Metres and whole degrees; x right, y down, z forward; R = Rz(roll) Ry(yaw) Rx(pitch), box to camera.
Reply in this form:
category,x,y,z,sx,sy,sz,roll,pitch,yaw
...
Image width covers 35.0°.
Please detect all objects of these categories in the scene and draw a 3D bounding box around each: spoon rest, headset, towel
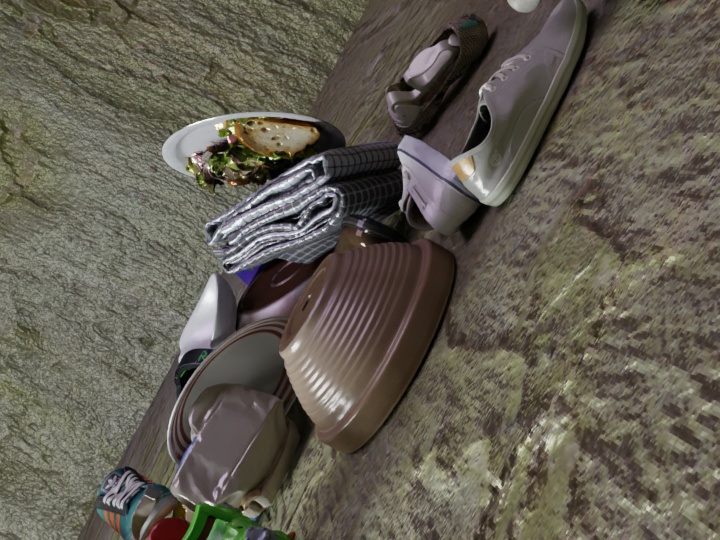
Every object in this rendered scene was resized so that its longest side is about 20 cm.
category,x,y,z,sx,sy,sz,roll,pitch,yaw
spoon rest,-0.193,0.081,1.428,0.200,0.060,0.100,111,158,-55
headset,-0.162,0.151,1.416,0.201,0.123,0.094,99,-169,-54
towel,-0.054,-0.064,1.253,0.199,0.086,0.165,-28,-3,34

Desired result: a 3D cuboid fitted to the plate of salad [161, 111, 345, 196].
category,x,y,z,sx,sy,sz,roll,pitch,yaw
plate of salad,-0.114,-0.122,1.233,0.200,0.198,0.048,140,127,-64

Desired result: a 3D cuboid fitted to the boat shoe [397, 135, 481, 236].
category,x,y,z,sx,sy,sz,roll,pitch,yaw
boat shoe,0.063,-0.073,1.044,0.070,0.071,0.200,-57,17,6

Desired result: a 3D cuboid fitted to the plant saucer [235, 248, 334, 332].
category,x,y,z,sx,sy,sz,roll,pitch,yaw
plant saucer,-0.080,0.011,1.395,0.199,0.032,0.200,-33,20,13

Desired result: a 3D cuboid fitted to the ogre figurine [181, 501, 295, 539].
category,x,y,z,sx,sy,sz,roll,pitch,yaw
ogre figurine,-0.108,0.258,0.926,0.200,0.097,0.121,112,173,-82

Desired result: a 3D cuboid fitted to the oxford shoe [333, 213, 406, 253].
category,x,y,z,sx,sy,sz,roll,pitch,yaw
oxford shoe,0.000,0.000,1.157,0.200,0.072,0.085,112,-179,-73

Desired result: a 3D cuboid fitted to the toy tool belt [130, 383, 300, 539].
category,x,y,z,sx,sy,sz,roll,pitch,yaw
toy tool belt,-0.139,0.223,1.173,0.201,0.124,0.123,-62,-21,-21

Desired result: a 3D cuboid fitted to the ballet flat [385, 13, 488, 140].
category,x,y,z,sx,sy,sz,roll,pitch,yaw
ballet flat,0.073,-0.224,1.344,0.075,0.068,0.200,-19,-21,-43

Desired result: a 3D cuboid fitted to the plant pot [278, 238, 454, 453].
category,x,y,z,sx,sy,sz,roll,pitch,yaw
plant pot,-0.008,0.049,0.992,0.202,0.092,0.201,-57,12,18

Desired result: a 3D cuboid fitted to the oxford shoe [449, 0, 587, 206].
category,x,y,z,sx,sy,sz,roll,pitch,yaw
oxford shoe,0.131,-0.149,0.936,0.201,0.057,0.075,-63,8,-16

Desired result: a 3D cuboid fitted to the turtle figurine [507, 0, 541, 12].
category,x,y,z,sx,sy,sz,roll,pitch,yaw
turtle figurine,0.163,-0.284,0.849,0.144,0.200,0.194,-47,-1,-11

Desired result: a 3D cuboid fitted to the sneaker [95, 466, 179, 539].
category,x,y,z,sx,sy,sz,roll,pitch,yaw
sneaker,-0.257,0.259,1.264,0.071,0.080,0.200,-45,0,-25

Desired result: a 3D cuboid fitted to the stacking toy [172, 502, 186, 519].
category,x,y,z,sx,sy,sz,roll,pitch,yaw
stacking toy,-0.185,0.270,1.314,0.085,0.085,0.201,-43,25,59

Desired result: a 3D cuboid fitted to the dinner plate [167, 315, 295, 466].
category,x,y,z,sx,sy,sz,roll,pitch,yaw
dinner plate,-0.134,0.130,1.234,0.200,0.024,0.201,-36,-33,-28

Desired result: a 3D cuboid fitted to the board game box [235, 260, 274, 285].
category,x,y,z,sx,sy,sz,roll,pitch,yaw
board game box,-0.077,-0.068,1.514,0.200,0.045,0.135,-28,-22,-54
